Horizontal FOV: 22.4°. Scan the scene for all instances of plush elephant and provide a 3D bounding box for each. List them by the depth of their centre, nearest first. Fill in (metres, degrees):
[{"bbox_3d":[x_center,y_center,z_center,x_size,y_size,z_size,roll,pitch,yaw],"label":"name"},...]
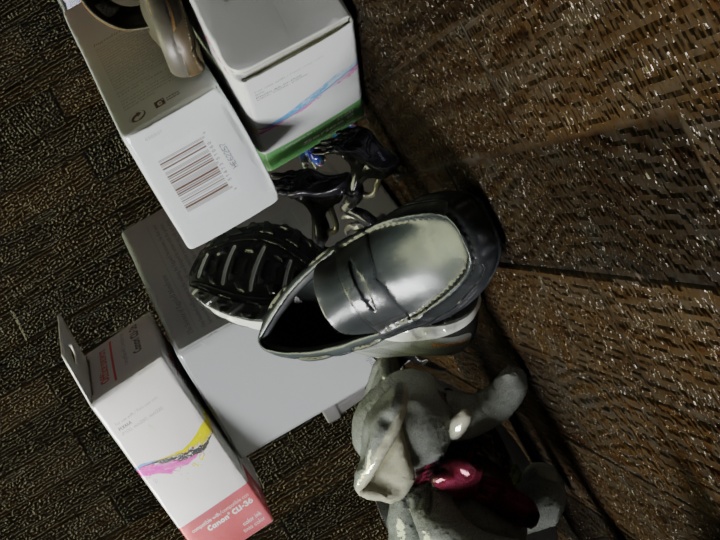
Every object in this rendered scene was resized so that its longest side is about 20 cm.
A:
[{"bbox_3d":[0.057,0.125,1.173,0.165,0.198,0.156,-108,9,-73],"label":"plush elephant"}]

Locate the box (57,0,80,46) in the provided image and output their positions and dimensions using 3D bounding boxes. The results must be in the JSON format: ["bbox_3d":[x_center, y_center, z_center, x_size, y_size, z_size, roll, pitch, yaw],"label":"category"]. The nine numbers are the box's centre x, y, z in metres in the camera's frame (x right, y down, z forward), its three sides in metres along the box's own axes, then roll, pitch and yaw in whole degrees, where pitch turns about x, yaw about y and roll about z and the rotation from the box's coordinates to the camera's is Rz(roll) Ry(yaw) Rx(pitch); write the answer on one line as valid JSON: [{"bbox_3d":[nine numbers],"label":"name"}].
[{"bbox_3d":[-0.242,-0.346,1.654,0.201,0.122,0.199,-103,-9,-58],"label":"box"}]

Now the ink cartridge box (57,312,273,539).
[{"bbox_3d":[-0.151,0.111,1.394,0.201,0.067,0.117,57,178,-20],"label":"ink cartridge box"}]

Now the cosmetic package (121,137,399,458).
[{"bbox_3d":[-0.060,0.009,1.443,0.123,0.199,0.200,64,176,-34],"label":"cosmetic package"}]

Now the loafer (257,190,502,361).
[{"bbox_3d":[0.008,0.011,1.042,0.200,0.070,0.069,-30,86,54],"label":"loafer"}]

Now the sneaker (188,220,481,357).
[{"bbox_3d":[-0.018,0.023,1.185,0.080,0.198,0.074,74,-151,-59],"label":"sneaker"}]

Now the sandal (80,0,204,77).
[{"bbox_3d":[-0.152,-0.179,1.155,0.200,0.054,0.082,58,174,43],"label":"sandal"}]

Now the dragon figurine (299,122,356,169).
[{"bbox_3d":[-0.053,-0.142,1.344,0.201,0.059,0.100,58,175,34],"label":"dragon figurine"}]

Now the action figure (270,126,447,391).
[{"bbox_3d":[0.000,0.000,1.275,0.101,0.119,0.201,12,134,38],"label":"action figure"}]

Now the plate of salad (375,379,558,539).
[{"bbox_3d":[0.082,0.161,1.312,0.199,0.048,0.201,31,-140,-30],"label":"plate of salad"}]

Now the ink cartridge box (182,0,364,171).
[{"bbox_3d":[-0.068,-0.168,1.174,0.146,0.087,0.200,60,177,12],"label":"ink cartridge box"}]

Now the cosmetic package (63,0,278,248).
[{"bbox_3d":[-0.128,-0.112,1.212,0.102,0.074,0.200,63,178,-38],"label":"cosmetic package"}]

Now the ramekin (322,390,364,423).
[{"bbox_3d":[-0.047,0.102,2.554,0.201,0.104,0.200,62,176,8],"label":"ramekin"}]
